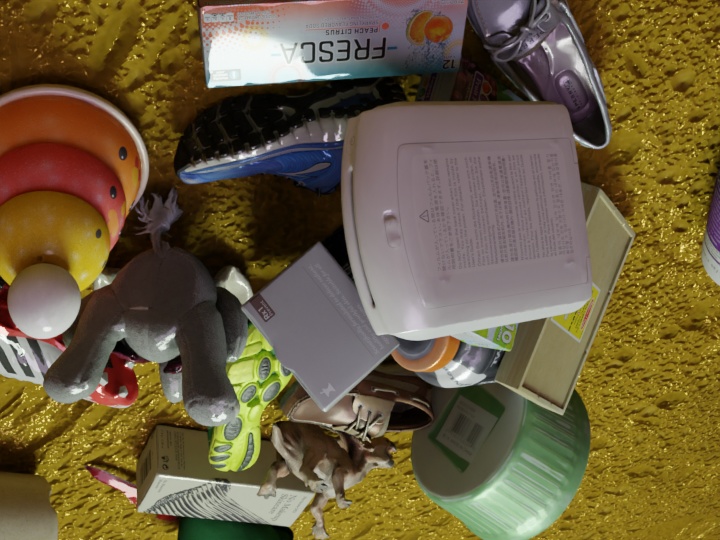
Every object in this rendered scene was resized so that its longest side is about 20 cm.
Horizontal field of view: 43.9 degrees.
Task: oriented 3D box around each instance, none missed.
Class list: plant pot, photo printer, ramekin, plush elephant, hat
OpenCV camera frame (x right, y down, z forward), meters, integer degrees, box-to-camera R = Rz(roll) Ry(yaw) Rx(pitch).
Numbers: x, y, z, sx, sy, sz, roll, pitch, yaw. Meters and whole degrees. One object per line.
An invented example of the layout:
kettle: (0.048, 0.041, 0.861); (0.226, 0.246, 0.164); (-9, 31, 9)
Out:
plant pot: (-0.432, 0.290, 0.952); (0.181, 0.202, 0.201); (8, 133, -38)
photo printer: (0.076, -0.040, 0.656); (0.197, 0.170, 0.069); (-8, 179, -33)
ramekin: (0.147, 0.188, 0.994); (0.097, 0.202, 0.200); (32, 120, -30)
plush elephant: (-0.173, 0.049, 0.804); (0.161, 0.204, 0.155); (1, 159, 2)
hat: (-0.189, 0.278, 1.094); (0.163, 0.199, 0.180); (-11, 97, 28)

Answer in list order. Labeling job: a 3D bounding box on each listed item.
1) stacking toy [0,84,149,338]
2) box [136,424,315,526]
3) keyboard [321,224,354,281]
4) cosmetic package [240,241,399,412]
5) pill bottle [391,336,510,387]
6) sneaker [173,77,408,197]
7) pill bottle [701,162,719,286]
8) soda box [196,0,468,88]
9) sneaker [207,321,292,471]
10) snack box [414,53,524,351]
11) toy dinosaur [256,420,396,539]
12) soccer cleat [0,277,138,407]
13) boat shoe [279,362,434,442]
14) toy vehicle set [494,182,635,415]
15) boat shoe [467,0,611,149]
stacking toy: (-0.230, -0.027, 0.667); (0.143, 0.202, 0.148); (-8, 137, -7)
box: (-0.158, 0.244, 1.051); (0.197, 0.069, 0.083); (13, 130, -26)
keyboard: (0.000, 0.000, 0.889); (0.199, 0.040, 0.104); (-36, 109, 22)
cosmetic package: (-0.036, 0.043, 0.764); (0.090, 0.200, 0.107); (-40, 94, -6)
pill bottle: (0.107, 0.058, 0.865); (0.106, 0.107, 0.198); (-45, 153, 27)
sneaker: (-0.055, -0.095, 0.737); (0.196, 0.079, 0.090); (-10, 134, -5)
pill bottle: (0.397, -0.077, 0.855); (0.109, 0.113, 0.202); (-13, 136, -2)
soda box: (-0.022, -0.187, 0.664); (0.196, 0.064, 0.069); (-5, 136, -9)
sneaker: (-0.124, 0.118, 0.927); (0.073, 0.084, 0.202); (7, 124, -27)
snack box: (0.090, -0.052, 0.745); (0.141, 0.204, 0.053); (26, 165, -36)
toy dinosaur: (-0.051, 0.206, 1.014); (0.085, 0.137, 0.200); (-28, 128, 28)
soccer cleat: (-0.302, 0.079, 0.855); (0.084, 0.070, 0.199); (-30, 132, 27)
boat shoe: (0.006, 0.144, 0.964); (0.197, 0.072, 0.076); (0, 135, -37)
toy vehicle set: (0.202, 0.031, 0.864); (0.124, 0.026, 0.203); (32, 80, -53)
boat shoe: (0.148, -0.176, 0.721); (0.074, 0.065, 0.202); (-32, 134, 17)
